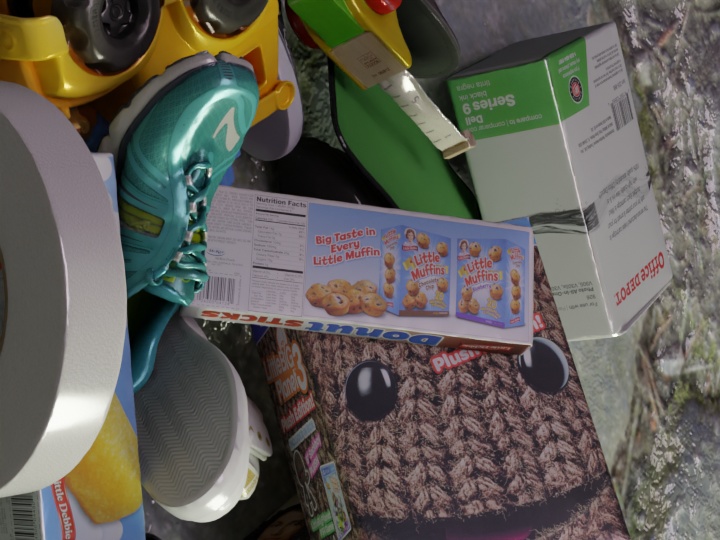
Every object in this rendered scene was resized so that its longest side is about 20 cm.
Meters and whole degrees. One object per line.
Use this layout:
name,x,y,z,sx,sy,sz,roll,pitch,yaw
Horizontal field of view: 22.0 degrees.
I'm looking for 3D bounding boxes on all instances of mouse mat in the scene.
mouse mat,0.034,-0.067,1.219,0.200,0.007,0.161,51,20,-32

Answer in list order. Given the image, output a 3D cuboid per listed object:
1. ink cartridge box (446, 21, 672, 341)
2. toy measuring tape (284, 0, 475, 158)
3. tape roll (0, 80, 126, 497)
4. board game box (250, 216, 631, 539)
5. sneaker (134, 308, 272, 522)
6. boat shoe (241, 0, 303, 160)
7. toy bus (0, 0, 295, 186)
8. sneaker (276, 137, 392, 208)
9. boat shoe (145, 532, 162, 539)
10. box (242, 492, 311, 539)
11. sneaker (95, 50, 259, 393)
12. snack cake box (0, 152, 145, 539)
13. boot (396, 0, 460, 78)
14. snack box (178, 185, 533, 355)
ink cartridge box,0.146,-0.062,1.326,0.146,0.084,0.201,-32,110,-59
toy measuring tape,0.011,-0.149,1.165,0.200,0.073,0.074,41,58,-41
tape roll,-0.186,0.010,0.885,0.037,0.202,0.204,-6,90,-45
board game box,0.043,0.090,1.082,0.158,0.097,0.201,-12,75,-19
sneaker,-0.080,0.093,1.022,0.073,0.200,0.116,-33,123,3
boat shoe,-0.075,-0.167,1.125,0.057,0.068,0.201,-37,111,-44
toy bus,-0.133,-0.102,1.025,0.200,0.135,0.193,-33,126,-42
sneaker,-0.015,0.015,1.173,0.090,0.076,0.201,-28,103,-35
boat shoe,-0.104,0.173,1.000,0.200,0.071,0.068,12,71,-83
box,-0.010,0.161,1.160,0.200,0.075,0.050,-38,114,-44
sneaker,-0.099,-0.022,0.964,0.077,0.080,0.201,2,127,-40
snack cake box,-0.178,0.045,0.953,0.067,0.115,0.202,-5,91,-45
boot,0.020,-0.247,1.233,0.200,0.069,0.175,49,44,-34
snack box,0.000,0.000,1.034,0.198,0.024,0.072,7,69,-13
